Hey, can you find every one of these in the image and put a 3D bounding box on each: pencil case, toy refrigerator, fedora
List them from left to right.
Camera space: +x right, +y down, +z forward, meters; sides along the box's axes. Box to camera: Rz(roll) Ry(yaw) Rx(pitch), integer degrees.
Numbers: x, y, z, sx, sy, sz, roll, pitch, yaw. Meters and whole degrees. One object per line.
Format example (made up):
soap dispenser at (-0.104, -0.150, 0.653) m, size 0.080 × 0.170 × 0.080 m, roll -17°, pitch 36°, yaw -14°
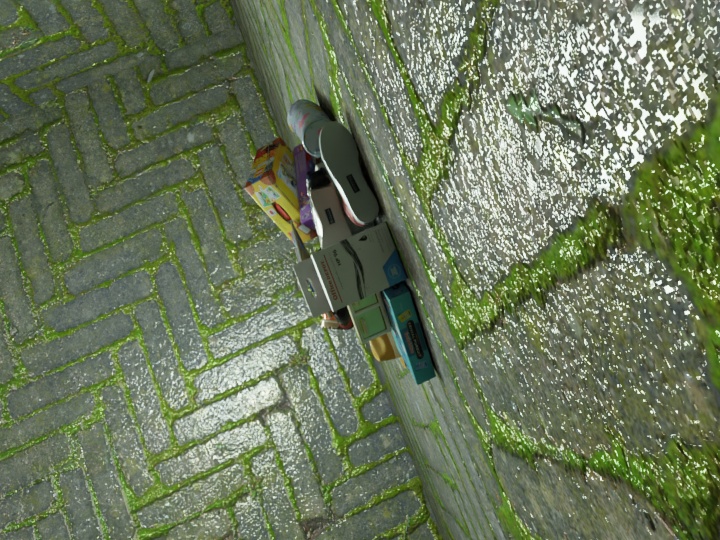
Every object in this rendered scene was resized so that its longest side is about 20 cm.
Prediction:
pencil case at (-0.112, -0.324, 1.405) m, size 0.201 × 0.081 × 0.093 m, roll -124°, pitch 51°, yaw -60°
toy refrigerator at (0.002, 0.048, 1.303) m, size 0.070 × 0.074 × 0.204 m, roll -120°, pitch 10°, yaw -58°
fedora at (0.061, 0.183, 1.692) m, size 0.201 × 0.080 × 0.206 m, roll 157°, pitch 91°, yaw -85°

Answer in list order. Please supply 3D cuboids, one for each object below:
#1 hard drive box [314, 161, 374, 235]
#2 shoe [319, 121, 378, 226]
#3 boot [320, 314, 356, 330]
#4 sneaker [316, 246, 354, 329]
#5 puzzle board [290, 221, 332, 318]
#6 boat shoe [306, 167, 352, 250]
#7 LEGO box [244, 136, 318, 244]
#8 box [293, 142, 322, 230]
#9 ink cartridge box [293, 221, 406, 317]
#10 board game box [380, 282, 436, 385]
hard drive box at (-0.033, -0.143, 1.393) m, size 0.156 × 0.075 × 0.206 m, roll 169°, pitch 80°, yaw -84°
shoe at (-0.027, -0.181, 1.201) m, size 0.205 × 0.070 × 0.091 m, roll 65°, pitch 172°, yaw -1°
boot at (-0.008, 0.103, 1.614) m, size 0.075 × 0.193 × 0.111 m, roll 30°, pitch -114°, yaw -71°
sneaker at (-0.057, 0.036, 1.364) m, size 0.098 × 0.069 × 0.207 m, roll -31°, pitch -71°, yaw -69°
puzzle board at (-0.117, -0.002, 1.415) m, size 0.202 × 0.017 × 0.153 m, roll -113°, pitch -2°, yaw -54°
boat shoe at (-0.064, -0.116, 1.288) m, size 0.094 × 0.072 × 0.205 m, roll -109°, pitch 7°, yaw -54°
LEGO box at (-0.173, -0.188, 1.489) m, size 0.201 × 0.075 × 0.152 m, roll 49°, pitch -146°, yaw -35°
box at (-0.099, -0.190, 1.501) m, size 0.136 × 0.038 × 0.206 m, roll 25°, pitch -129°, yaw -53°
ink cartridge box at (-0.023, 0.002, 1.191) m, size 0.068 × 0.195 × 0.119 m, roll 166°, pitch 80°, yaw -85°
board game box at (0.090, 0.110, 1.292) m, size 0.151 × 0.046 × 0.205 m, roll -121°, pitch 11°, yaw -66°
